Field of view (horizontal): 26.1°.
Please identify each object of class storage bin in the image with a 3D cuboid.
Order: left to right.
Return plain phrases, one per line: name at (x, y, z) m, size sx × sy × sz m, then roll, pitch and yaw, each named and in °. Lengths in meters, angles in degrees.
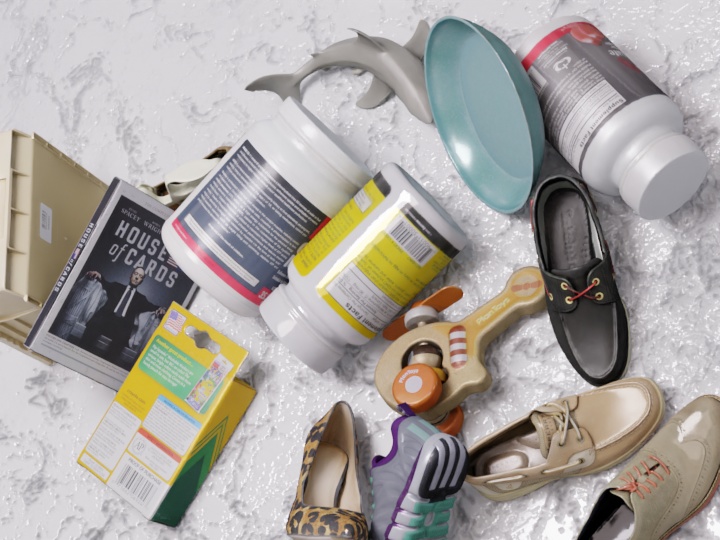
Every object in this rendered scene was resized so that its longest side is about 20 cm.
storage bin at (-0.360, -0.025, 1.713) m, size 0.093 × 0.198 × 0.202 m, roll -12°, pitch 66°, yaw 21°

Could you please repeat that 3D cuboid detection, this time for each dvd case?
dvd case at (-0.252, 0.021, 1.662) m, size 0.025 × 0.150 × 0.201 m, roll 24°, pitch 84°, yaw 50°

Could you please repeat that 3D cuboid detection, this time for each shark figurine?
shark figurine at (-0.012, -0.228, 1.659) m, size 0.213 × 0.089 × 0.129 m, roll 5°, pitch 73°, yaw 29°

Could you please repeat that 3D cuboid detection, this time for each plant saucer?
plant saucer at (0.126, -0.156, 1.512) m, size 0.036 × 0.201 × 0.200 m, roll -22°, pitch 55°, yaw -20°

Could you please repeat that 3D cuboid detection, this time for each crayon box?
crayon box at (-0.197, 0.151, 1.639) m, size 0.125 × 0.052 × 0.201 m, roll 30°, pitch 89°, yaw 34°

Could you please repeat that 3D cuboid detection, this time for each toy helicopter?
toy helicopter at (0.098, 0.061, 1.507) m, size 0.199 × 0.079 × 0.132 m, roll -37°, pitch 48°, yaw 0°

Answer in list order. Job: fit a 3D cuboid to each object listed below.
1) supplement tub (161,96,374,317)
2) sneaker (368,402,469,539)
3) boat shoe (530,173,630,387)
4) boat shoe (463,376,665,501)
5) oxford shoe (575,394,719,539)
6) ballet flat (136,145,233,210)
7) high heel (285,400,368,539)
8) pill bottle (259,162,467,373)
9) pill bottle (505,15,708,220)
supplement tub at (-0.096, -0.065, 1.610) m, size 0.200 × 0.140 × 0.140 m, roll -47°, pitch 56°, yaw 7°
sneaker at (0.037, 0.225, 1.449) m, size 0.087 × 0.074 × 0.201 m, roll 41°, pitch 117°, yaw 43°
boat shoe at (0.201, 0.009, 1.444) m, size 0.073 × 0.063 × 0.203 m, roll -14°, pitch 80°, yaw 16°
boat shoe at (0.182, 0.153, 1.414) m, size 0.199 × 0.064 × 0.072 m, roll -30°, pitch 59°, yaw 17°
oxford shoe at (0.255, 0.191, 1.351) m, size 0.070 × 0.075 × 0.201 m, roll 33°, pitch 89°, yaw 35°
ballet flat at (-0.204, -0.082, 1.719) m, size 0.199 × 0.072 × 0.068 m, roll -27°, pitch 61°, yaw 19°
high heel at (-0.022, 0.189, 1.458) m, size 0.071 × 0.200 × 0.144 m, roll 16°, pitch 81°, yaw -11°
pill bottle at (0.000, 0.000, 1.547) m, size 0.200 × 0.114 × 0.114 m, roll -44°, pitch 56°, yaw 8°
pill bottle at (0.234, -0.142, 1.469) m, size 0.111 × 0.111 × 0.200 m, roll -43°, pitch 57°, yaw 8°
